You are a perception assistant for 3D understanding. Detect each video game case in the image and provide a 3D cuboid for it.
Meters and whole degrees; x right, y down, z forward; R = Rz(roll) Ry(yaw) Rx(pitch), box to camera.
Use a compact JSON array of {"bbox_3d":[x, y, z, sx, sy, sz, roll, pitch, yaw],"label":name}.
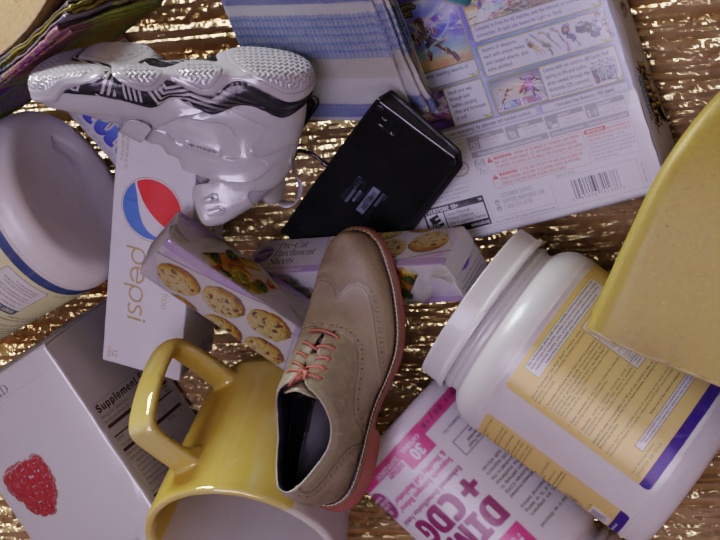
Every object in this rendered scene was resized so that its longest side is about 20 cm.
[{"bbox_3d":[0.105,-0.124,1.643,0.199,0.045,0.182,-14,103,27],"label":"video game case"}]

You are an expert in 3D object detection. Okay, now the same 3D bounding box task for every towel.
[{"bbox_3d":[-0.036,-0.187,1.613,0.146,0.024,0.201,2,129,37],"label":"towel"},{"bbox_3d":[-0.240,-0.147,1.697,0.200,0.144,0.023,-32,90,30],"label":"towel"}]

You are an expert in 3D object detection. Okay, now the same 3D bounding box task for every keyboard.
[{"bbox_3d":[-0.010,-0.071,1.679,0.127,0.021,0.200,37,144,-2],"label":"keyboard"}]

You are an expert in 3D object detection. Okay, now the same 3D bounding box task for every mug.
[{"bbox_3d":[-0.073,0.134,1.729,0.149,0.154,0.187,3,140,15],"label":"mug"}]

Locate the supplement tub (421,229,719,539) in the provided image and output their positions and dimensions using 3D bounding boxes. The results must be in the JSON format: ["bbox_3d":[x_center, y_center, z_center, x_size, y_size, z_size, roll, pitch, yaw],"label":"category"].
[{"bbox_3d":[0.158,0.079,1.639,0.200,0.145,0.146,36,118,7],"label":"supplement tub"}]

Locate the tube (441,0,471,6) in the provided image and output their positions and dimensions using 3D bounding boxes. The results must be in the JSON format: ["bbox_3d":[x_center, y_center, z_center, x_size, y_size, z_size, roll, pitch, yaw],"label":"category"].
[{"bbox_3d":[0.080,-0.279,1.566,0.050,0.077,0.201,30,108,44],"label":"tube"}]

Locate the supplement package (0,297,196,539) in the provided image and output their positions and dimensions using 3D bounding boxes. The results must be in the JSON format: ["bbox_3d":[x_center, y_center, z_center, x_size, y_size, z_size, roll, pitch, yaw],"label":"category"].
[{"bbox_3d":[-0.204,0.145,1.828,0.121,0.120,0.200,-32,94,30],"label":"supplement package"}]

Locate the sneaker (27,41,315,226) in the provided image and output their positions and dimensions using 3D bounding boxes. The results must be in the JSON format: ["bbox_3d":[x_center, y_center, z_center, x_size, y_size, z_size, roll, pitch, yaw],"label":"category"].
[{"bbox_3d":[-0.131,-0.094,1.631,0.199,0.075,0.115,1,113,1],"label":"sneaker"}]

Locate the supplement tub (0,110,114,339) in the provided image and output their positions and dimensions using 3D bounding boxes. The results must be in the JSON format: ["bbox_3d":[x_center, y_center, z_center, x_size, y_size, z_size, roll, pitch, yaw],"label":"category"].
[{"bbox_3d":[-0.293,-0.019,1.793,0.200,0.145,0.145,-28,96,28],"label":"supplement tub"}]

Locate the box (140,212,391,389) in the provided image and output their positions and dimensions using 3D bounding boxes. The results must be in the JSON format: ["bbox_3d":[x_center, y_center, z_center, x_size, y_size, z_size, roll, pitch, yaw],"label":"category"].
[{"bbox_3d":[-0.065,0.033,1.696,0.200,0.039,0.041,35,123,-14],"label":"box"}]

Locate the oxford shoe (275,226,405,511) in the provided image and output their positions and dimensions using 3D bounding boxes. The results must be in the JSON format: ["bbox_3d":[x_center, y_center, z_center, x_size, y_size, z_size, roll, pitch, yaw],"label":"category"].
[{"bbox_3d":[-0.018,0.066,1.626,0.070,0.075,0.201,1,83,32],"label":"oxford shoe"}]

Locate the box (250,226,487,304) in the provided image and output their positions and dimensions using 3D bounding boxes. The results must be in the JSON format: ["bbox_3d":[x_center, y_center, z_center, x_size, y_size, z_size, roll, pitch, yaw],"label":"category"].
[{"bbox_3d":[0.000,0.000,1.701,0.199,0.042,0.039,-3,132,42],"label":"box"}]

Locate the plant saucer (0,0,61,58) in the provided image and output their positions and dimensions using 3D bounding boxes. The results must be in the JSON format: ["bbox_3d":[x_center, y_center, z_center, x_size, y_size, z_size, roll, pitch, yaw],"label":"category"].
[{"bbox_3d":[-0.264,-0.232,1.719,0.200,0.035,0.201,-17,63,37],"label":"plant saucer"}]

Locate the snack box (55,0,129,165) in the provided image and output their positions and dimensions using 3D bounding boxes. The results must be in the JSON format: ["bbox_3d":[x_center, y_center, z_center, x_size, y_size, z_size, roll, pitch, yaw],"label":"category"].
[{"bbox_3d":[-0.171,-0.116,1.775,0.200,0.024,0.072,48,120,0],"label":"snack box"}]

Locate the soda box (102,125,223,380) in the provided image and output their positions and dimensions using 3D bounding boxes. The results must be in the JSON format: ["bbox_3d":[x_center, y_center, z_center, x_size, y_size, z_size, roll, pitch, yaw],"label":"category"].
[{"bbox_3d":[-0.145,-0.025,1.748,0.068,0.064,0.201,14,115,16],"label":"soda box"}]

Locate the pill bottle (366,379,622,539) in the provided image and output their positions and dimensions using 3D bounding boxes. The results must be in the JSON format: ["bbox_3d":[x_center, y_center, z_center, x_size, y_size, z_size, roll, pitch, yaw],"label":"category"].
[{"bbox_3d":[0.100,0.176,1.716,0.200,0.113,0.113,43,119,3],"label":"pill bottle"}]

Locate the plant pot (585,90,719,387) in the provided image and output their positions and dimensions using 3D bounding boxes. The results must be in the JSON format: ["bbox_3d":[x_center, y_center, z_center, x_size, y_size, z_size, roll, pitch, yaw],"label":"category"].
[{"bbox_3d":[0.287,-0.035,1.527,0.194,0.195,0.201,22,106,14],"label":"plant pot"}]
